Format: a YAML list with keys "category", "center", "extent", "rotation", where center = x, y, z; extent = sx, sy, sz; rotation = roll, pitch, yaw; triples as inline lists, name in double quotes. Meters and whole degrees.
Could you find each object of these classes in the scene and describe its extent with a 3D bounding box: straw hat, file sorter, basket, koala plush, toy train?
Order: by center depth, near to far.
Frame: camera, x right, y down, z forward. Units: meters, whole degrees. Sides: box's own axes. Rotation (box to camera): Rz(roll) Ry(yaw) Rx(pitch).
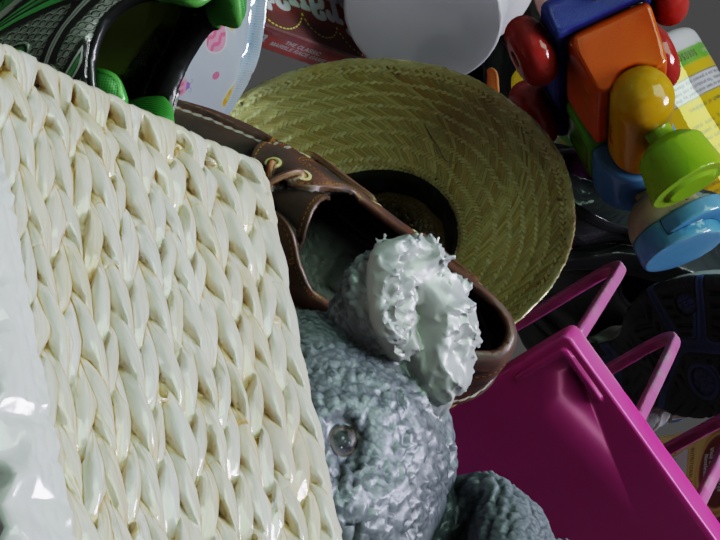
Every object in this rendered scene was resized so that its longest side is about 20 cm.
- category: "basket"
  center: [-0.125, 0.064, 0.651]
  extent: [0.160, 0.198, 0.201]
  rotation: [19, 48, -46]
- category: "koala plush"
  center: [0.003, 0.101, 0.776]
  extent: [0.201, 0.177, 0.184]
  rotation: [59, 22, 3]
- category: "toy train"
  center: [0.125, -0.081, 0.919]
  extent: [0.200, 0.084, 0.116]
  rotation: [75, -11, -70]
- category: "straw hat"
  center: [0.000, 0.000, 0.955]
  extent: [0.085, 0.199, 0.202]
  rotation: [88, 2, -50]
- category: "file sorter"
  center: [0.117, 0.118, 0.963]
  extent: [0.201, 0.139, 0.125]
  rotation: [54, 30, -6]

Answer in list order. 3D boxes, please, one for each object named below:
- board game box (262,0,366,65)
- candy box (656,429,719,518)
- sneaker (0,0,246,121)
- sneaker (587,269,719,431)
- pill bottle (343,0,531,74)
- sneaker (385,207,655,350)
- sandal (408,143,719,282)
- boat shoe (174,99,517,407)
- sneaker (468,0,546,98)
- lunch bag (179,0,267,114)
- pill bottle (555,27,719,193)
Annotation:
- category: "board game box"
  center: [-0.043, -0.161, 1.101]
  extent: [0.199, 0.019, 0.104]
  rotation: [14, 54, -47]
- category: "candy box"
  center: [0.235, 0.120, 1.064]
  extent: [0.116, 0.199, 0.057]
  rotation: [26, 60, -38]
- category: "sneaker"
  center: [-0.123, -0.058, 0.761]
  extent: [0.085, 0.200, 0.078]
  rotation: [48, 15, 34]
- category: "sneaker"
  center: [0.172, 0.036, 1.045]
  extent: [0.077, 0.200, 0.076]
  rotation: [-25, 89, -33]
- category: "pill bottle"
  center: [0.049, -0.193, 1.128]
  extent: [0.112, 0.112, 0.201]
  rotation: [43, 34, -20]
- category: "sneaker"
  center: [0.089, -0.014, 1.088]
  extent: [0.199, 0.091, 0.076]
  rotation: [24, 48, -39]
- category: "sandal"
  center: [0.119, -0.036, 1.039]
  extent: [0.199, 0.048, 0.076]
  rotation: [6, 55, -21]
- category: "boat shoe"
  center: [-0.025, -0.015, 0.830]
  extent: [0.199, 0.070, 0.071]
  rotation: [30, 70, -5]
- category: "sneaker"
  center: [0.077, -0.132, 1.188]
  extent: [0.200, 0.089, 0.070]
  rotation: [-111, -177, -59]
- category: "lunch bag"
  center: [-0.132, -0.142, 0.871]
  extent: [0.169, 0.126, 0.202]
  rotation: [-3, 98, -48]
- category: "pill bottle"
  center: [0.201, -0.034, 1.229]
  extent: [0.111, 0.111, 0.201]
  rotation: [-23, 82, -56]
